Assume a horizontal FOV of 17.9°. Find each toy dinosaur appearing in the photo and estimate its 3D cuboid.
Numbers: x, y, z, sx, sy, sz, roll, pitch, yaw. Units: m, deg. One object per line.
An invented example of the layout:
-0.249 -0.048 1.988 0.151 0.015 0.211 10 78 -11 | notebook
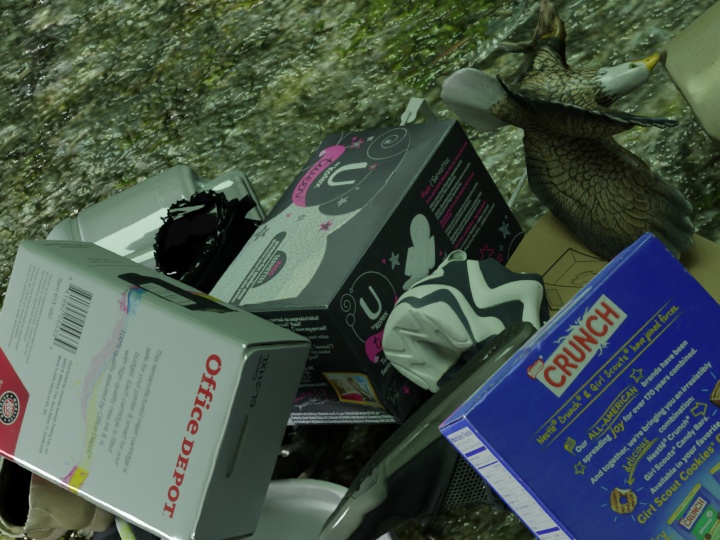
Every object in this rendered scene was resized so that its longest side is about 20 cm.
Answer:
-0.031 0.123 1.652 0.047 0.088 0.200 39 43 6 | toy dinosaur

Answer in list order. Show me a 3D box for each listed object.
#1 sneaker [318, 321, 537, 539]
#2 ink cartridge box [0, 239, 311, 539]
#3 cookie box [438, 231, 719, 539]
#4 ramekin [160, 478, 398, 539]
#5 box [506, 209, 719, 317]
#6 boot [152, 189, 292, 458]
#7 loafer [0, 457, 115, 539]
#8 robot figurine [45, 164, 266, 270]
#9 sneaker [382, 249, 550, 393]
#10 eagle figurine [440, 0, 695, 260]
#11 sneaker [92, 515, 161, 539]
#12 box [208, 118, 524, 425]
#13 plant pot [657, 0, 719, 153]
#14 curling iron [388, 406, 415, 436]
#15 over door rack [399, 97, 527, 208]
0.069 0.136 1.456 0.199 0.114 0.076 -42 5 12 | sneaker
-0.149 0.081 1.531 0.200 0.083 0.146 23 102 29 | ink cartridge box
0.177 0.108 1.376 0.171 0.075 0.200 -42 90 -17 | cookie box
-0.052 0.249 1.528 0.200 0.105 0.200 -13 44 13 | ramekin
0.185 0.024 1.692 0.163 0.021 0.200 -45 46 -17 | box
-0.103 0.051 1.698 0.073 0.163 0.198 -5 47 23 | boot
-0.235 0.156 1.667 0.200 0.067 0.076 -21 61 61 | loafer
-0.170 -0.009 1.821 0.200 0.113 0.170 -26 2 3 | robot figurine
0.116 0.061 1.542 0.199 0.080 0.130 34 40 -2 | sneaker
0.162 -0.109 1.684 0.151 0.152 0.200 -56 33 34 | eagle figurine
-0.177 0.194 1.662 0.083 0.072 0.200 -49 30 10 | sneaker
0.000 0.000 1.608 0.132 0.115 0.200 -3 39 41 | box
0.330 -0.155 1.694 0.183 0.200 0.201 -32 42 10 | plant pot
0.023 0.094 1.702 0.050 0.026 0.200 -34 45 23 | curling iron
0.057 -0.070 1.794 0.148 0.067 0.200 10 48 33 | over door rack
